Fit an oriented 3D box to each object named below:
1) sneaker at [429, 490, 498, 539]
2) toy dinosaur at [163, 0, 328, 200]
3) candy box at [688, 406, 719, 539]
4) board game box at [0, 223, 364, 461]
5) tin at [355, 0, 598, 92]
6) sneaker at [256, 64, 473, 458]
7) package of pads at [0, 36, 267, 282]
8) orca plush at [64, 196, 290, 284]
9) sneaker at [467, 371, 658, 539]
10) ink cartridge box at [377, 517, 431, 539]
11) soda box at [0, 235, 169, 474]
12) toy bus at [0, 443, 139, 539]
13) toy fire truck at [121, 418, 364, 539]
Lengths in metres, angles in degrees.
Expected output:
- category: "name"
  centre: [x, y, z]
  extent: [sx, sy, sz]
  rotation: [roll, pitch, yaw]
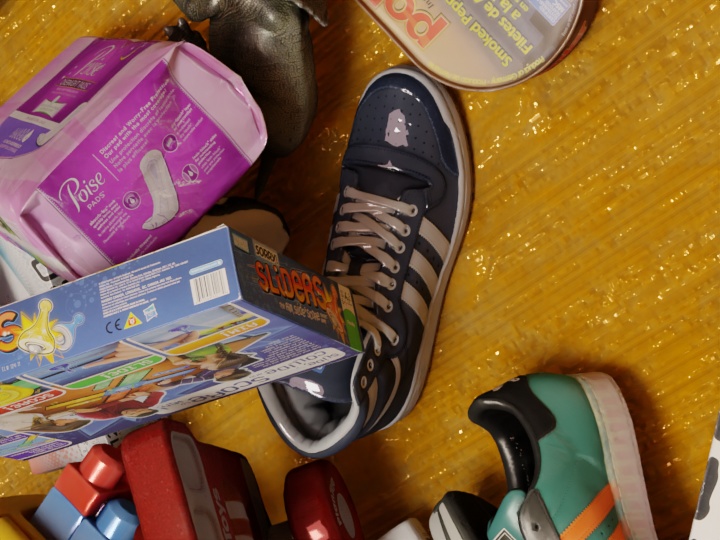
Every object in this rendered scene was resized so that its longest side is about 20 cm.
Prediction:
- category: "sneaker"
  centre: [0.059, 0.217, 0.769]
  extent: [0.115, 0.075, 0.201]
  rotation: [-41, 58, 21]
- category: "toy dinosaur"
  centre: [-0.054, -0.109, 0.784]
  extent: [0.102, 0.077, 0.201]
  rotation: [39, 132, 38]
- category: "candy box"
  centre: [0.237, 0.150, 0.713]
  extent: [0.167, 0.071, 0.202]
  rotation: [18, 111, 24]
- category: "board game box"
  centre: [-0.114, 0.041, 0.713]
  extent: [0.199, 0.135, 0.035]
  rotation: [-19, 71, 18]
- category: "tin"
  centre: [0.034, -0.177, 0.766]
  extent: [0.200, 0.042, 0.112]
  rotation: [48, 115, 11]
- category: "sneaker"
  centre: [0.000, 0.000, 0.785]
  extent: [0.070, 0.108, 0.202]
  rotation: [15, 109, 24]
- category: "package of pads"
  centre: [-0.134, -0.059, 0.785]
  extent: [0.076, 0.121, 0.200]
  rotation: [47, 168, -24]
- category: "orca plush"
  centre: [-0.133, 0.022, 0.859]
  extent: [0.200, 0.105, 0.071]
  rotation: [-49, 39, 0]
- category: "sneaker"
  centre: [0.100, 0.144, 0.736]
  extent: [0.072, 0.079, 0.201]
  rotation: [117, 146, -54]
- category: "ink cartridge box"
  centre: [0.004, 0.272, 0.831]
  extent: [0.199, 0.043, 0.197]
  rotation: [-36, 75, 6]
- category: "soda box"
  centre: [-0.185, 0.015, 0.918]
  extent: [0.068, 0.063, 0.202]
  rotation: [-17, 94, 31]
- category: "toy bus"
  centre: [-0.164, 0.186, 0.891]
  extent: [0.135, 0.200, 0.193]
  rotation: [38, 98, 22]
- category: "toy fire truck"
  centre: [-0.058, 0.178, 0.754]
  extent: [0.111, 0.168, 0.202]
  rotation: [-19, 75, 10]
